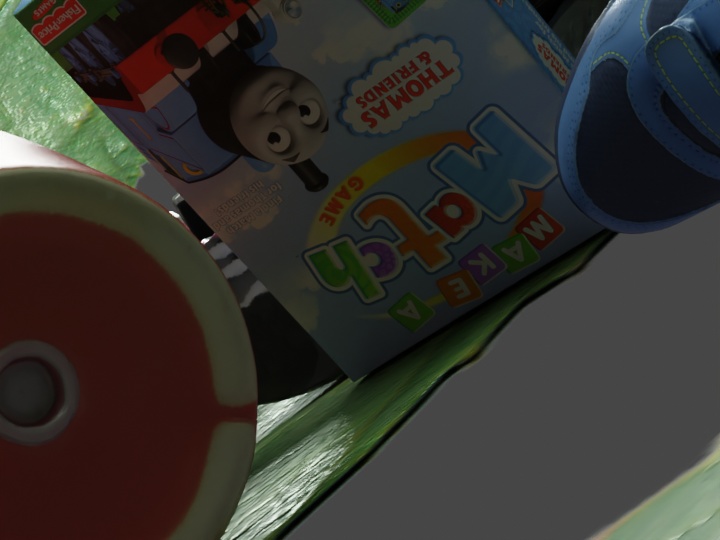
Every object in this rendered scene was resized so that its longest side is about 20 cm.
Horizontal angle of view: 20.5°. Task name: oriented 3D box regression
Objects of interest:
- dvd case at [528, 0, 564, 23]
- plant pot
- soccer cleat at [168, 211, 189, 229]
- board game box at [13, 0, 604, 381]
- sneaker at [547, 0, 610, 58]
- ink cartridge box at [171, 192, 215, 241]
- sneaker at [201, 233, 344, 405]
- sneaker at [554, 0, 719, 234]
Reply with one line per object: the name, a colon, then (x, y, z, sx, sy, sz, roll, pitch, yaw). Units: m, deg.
dvd case: (0.078, -0.116, 0.815, 0.200, 0.016, 0.148, -42, -7, 29)
plant pot: (-0.130, 0.041, 0.652, 0.200, 0.202, 0.177, -36, 13, -22)
soccer cleat: (-0.088, 0.046, 0.961, 0.066, 0.077, 0.201, -19, 31, 1)
board game box: (-0.008, -0.068, 0.742, 0.151, 0.200, 0.037, -32, 23, 28)
sneaker: (0.150, -0.110, 0.842, 0.199, 0.079, 0.079, -31, 3, -15)
ink cartridge box: (-0.023, -0.054, 0.961, 0.094, 0.037, 0.200, -32, 2, 11)
sneaker: (0.000, 0.000, 0.881, 0.198, 0.081, 0.086, -23, -3, -1)
sneaker: (0.126, -0.070, 0.569, 0.200, 0.074, 0.083, -42, 15, 35)
